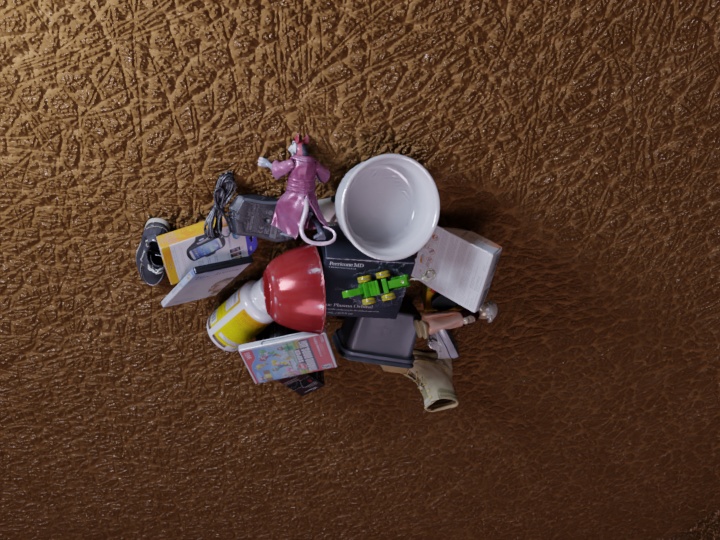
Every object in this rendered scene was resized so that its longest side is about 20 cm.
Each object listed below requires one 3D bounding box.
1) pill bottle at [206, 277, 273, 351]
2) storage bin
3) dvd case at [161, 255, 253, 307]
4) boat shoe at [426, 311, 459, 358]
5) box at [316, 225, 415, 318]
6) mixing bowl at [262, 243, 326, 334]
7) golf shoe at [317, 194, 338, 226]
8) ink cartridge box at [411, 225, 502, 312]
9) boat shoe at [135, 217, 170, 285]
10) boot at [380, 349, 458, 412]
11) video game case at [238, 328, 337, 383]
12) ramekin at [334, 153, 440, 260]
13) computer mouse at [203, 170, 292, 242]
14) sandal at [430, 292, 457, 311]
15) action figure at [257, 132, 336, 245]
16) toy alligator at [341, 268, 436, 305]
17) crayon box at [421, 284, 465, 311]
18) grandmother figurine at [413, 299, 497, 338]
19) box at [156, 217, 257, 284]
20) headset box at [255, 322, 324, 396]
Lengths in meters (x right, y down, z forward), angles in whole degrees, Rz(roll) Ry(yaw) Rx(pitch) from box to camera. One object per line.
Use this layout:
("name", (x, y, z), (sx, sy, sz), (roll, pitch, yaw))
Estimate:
("pill bottle", (-0.261, 0.097, 1.751), (0.109, 0.110, 0.200), (27, 131, -33))
("storage bin", (0.048, 0.135, 1.832), (0.199, 0.146, 0.135), (12, 110, -20))
("dvd case", (-0.334, 0.025, 1.645), (0.142, 0.018, 0.200), (-13, 165, -39))
("boat shoe", (0.201, 0.178, 1.931), (0.066, 0.074, 0.200), (-18, 140, 10))
("box", (0.000, 0.000, 1.663), (0.195, 0.118, 0.201), (3, 138, -11))
("mixing bowl", (-0.148, 0.043, 1.618), (0.108, 0.201, 0.201), (-6, 141, -15))
("golf shoe", (-0.023, -0.141, 1.540), (0.198, 0.077, 0.089), (-3, 121, -10))
("ink cartridge box", (0.194, -0.023, 1.640), (0.050, 0.199, 0.163), (-32, 145, -42))
("boat shoe", (-0.445, -0.024, 1.619), (0.072, 0.063, 0.201), (8, 138, -15))
("boot", (0.156, 0.293, 2.000), (0.198, 0.156, 0.073), (5, 140, -12))
("video game case", (-0.163, 0.196, 1.724), (0.198, 0.018, 0.143), (-12, 139, 3))
("ramekin", (0.045, -0.125, 1.466), (0.199, 0.098, 0.202), (-3, 100, -18))
("computer mouse", (-0.211, -0.118, 1.535), (0.199, 0.053, 0.139), (12, 107, -24))
("sandal", (0.237, 0.041, 1.714), (0.075, 0.048, 0.201), (17, 135, -25))
("action figure", (-0.119, -0.158, 1.434), (0.133, 0.149, 0.202), (-3, 109, -17))
("toy alligator", (0.060, 0.029, 1.577), (0.198, 0.060, 0.054), (-14, 180, 6))
("crayon box", (0.213, 0.035, 1.781), (0.126, 0.051, 0.201), (-4, 141, -3))
("grandmother figurine", (0.232, 0.111, 1.770), (0.199, 0.121, 0.061), (-15, 102, -15))
("box", (-0.316, -0.051, 1.585), (0.199, 0.042, 0.119), (-21, 144, -18))
("headset box", (-0.178, 0.194, 1.846), (0.075, 0.149, 0.200), (-28, 135, 22))
